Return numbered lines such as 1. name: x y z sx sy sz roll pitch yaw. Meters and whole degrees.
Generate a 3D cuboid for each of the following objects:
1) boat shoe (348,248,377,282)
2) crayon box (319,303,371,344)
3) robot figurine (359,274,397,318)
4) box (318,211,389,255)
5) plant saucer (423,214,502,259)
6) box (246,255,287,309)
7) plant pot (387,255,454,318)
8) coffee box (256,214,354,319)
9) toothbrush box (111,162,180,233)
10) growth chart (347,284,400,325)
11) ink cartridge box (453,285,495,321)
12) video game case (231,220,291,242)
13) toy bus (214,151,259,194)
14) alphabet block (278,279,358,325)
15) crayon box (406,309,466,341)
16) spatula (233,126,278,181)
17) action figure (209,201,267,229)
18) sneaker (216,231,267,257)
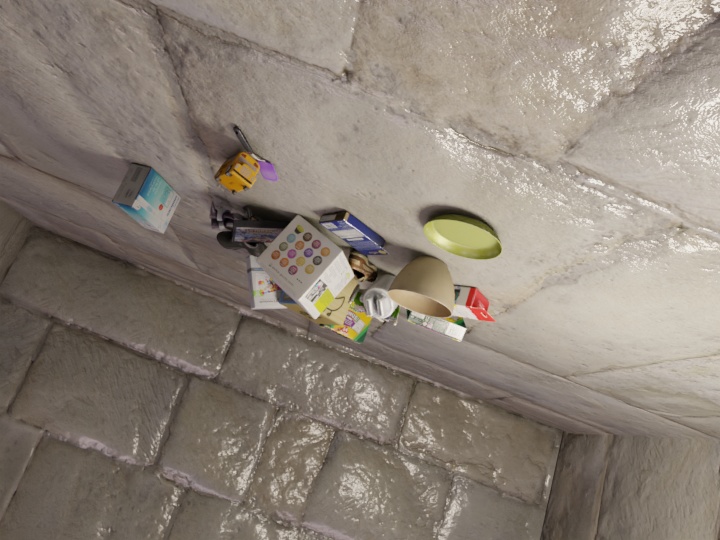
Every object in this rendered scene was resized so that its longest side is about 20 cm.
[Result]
1. boat shoe: 0.000 0.000 1.745 0.075 0.075 0.200 12 161 26
2. crayon box: -0.052 0.190 2.192 0.198 0.175 0.058 28 165 -24
3. robot figurine: 0.081 0.085 1.760 0.167 0.115 0.200 3 -157 22
4. box: -0.013 -0.104 1.513 0.199 0.033 0.120 35 158 -35
5. plant saucer: 0.251 -0.085 1.265 0.197 0.031 0.200 20 163 6
6. box: -0.355 0.045 2.004 0.154 0.204 0.041 2 165 -37
7. plant pot: 0.192 0.038 1.531 0.197 0.136 0.201 18 162 6
8. coffee box: -0.164 -0.008 1.612 0.199 0.198 0.200 39 170 22
9. toothbrush box: -0.706 -0.236 1.732 0.084 0.148 0.200 16 162 14
10. growth chart: 0.051 0.122 1.810 0.198 0.145 0.018 27 121 -9
11. ink cartridge box: 0.335 0.103 1.676 0.198 0.068 0.116 7 159 39
12. video game case: -0.315 -0.124 1.691 0.196 0.026 0.181 0 169 -16
13. toy bus: -0.309 -0.244 1.307 0.065 0.079 0.199 38 165 -24
14. alphabet block: -0.160 0.080 1.980 0.199 0.198 0.195 30 163 -32
15. crayon box: 0.261 0.158 1.818 0.197 0.059 0.173 22 -164 -2
16. spatula: -0.258 -0.283 1.274 0.056 0.021 0.200 18 163 25
17. action figure: -0.391 -0.169 1.708 0.196 0.071 0.130 7 157 -7
18. sneaker: -0.445 -0.117 1.946 0.196 0.077 0.091 12 153 4
